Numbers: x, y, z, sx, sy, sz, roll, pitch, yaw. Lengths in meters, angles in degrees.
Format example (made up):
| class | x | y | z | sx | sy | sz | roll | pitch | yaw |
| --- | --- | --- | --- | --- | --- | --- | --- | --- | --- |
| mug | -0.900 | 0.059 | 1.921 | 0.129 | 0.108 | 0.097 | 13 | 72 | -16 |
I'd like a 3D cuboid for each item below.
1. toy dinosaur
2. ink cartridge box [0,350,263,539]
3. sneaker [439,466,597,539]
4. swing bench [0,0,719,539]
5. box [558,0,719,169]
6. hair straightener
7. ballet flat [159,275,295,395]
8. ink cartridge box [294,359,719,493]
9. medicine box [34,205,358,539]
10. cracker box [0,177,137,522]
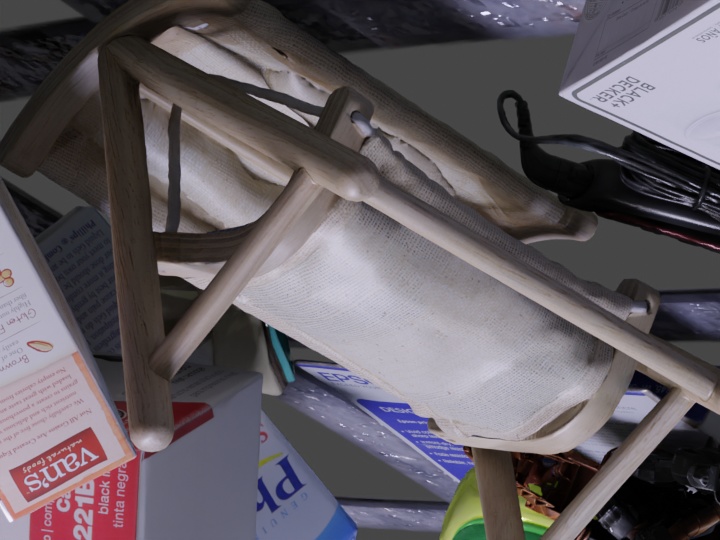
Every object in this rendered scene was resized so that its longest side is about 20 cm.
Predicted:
| class | x | y | z | sx | sy | sz | roll | pitch | yaw |
| --- | --- | --- | --- | --- | --- | --- | --- | --- | --- |
| toy dinosaur | 0.129 | 0.116 | 1.207 | 0.199 | 0.103 | 0.136 | 2 | -174 | -26 |
| ink cartridge box | -0.157 | 0.082 | 1.166 | 0.199 | 0.084 | 0.144 | 6 | -169 | 16 |
| sneaker | 0.120 | 0.158 | 1.311 | 0.200 | 0.084 | 0.074 | 28 | -172 | -14 |
| swing bench | 0.000 | 0.000 | 1.022 | 0.199 | 0.130 | 0.200 | 30 | -162 | -35 |
| box | 0.176 | -0.054 | 0.855 | 0.200 | 0.060 | 0.117 | 24 | 160 | -15 |
| hair straightener | 0.143 | -0.027 | 1.008 | 0.199 | 0.041 | 0.077 | 22 | 161 | 1 |
| ballet flat | -0.067 | 0.001 | 1.208 | 0.069 | 0.070 | 0.200 | 14 | 154 | 10 |
| ink cartridge box | 0.104 | 0.072 | 1.301 | 0.197 | 0.047 | 0.200 | 3 | 154 | 39 |
| medicine box | -0.118 | 0.095 | 1.340 | 0.200 | 0.103 | 0.182 | 50 | 159 | 2 |
| cracker box | -0.158 | -0.025 | 1.024 | 0.200 | 0.058 | 0.134 | 64 | 175 | -30 |
